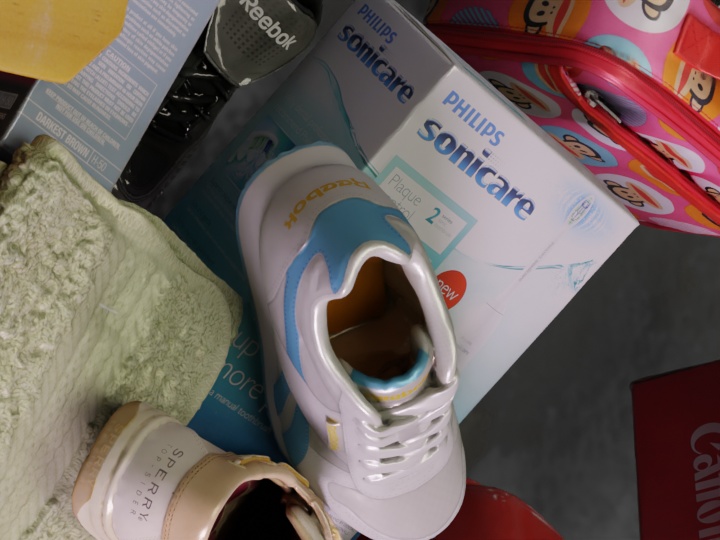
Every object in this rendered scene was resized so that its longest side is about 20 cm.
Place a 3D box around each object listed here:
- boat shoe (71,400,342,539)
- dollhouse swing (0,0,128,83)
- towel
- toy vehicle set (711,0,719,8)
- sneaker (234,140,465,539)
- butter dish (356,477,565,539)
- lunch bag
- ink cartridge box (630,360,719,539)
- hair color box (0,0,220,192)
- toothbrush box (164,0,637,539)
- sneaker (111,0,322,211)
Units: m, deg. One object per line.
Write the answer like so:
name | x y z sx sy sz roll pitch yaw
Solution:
boat shoe | -0.046 0.112 1.063 0.074 0.069 0.200 -62 153 -4
dollhouse swing | -0.194 -0.174 0.969 0.176 0.181 0.201 4 98 -63
towel | -0.134 0.061 1.019 0.148 0.036 0.200 38 79 -41
toy vehicle set | 0.182 -0.225 1.367 0.124 0.026 0.201 -34 122 -32
sneaker | 0.004 0.047 1.076 0.076 0.081 0.201 -29 130 -12
butter dish | 0.039 0.166 1.257 0.200 0.199 0.148 49 36 -41
lunch bag | 0.139 -0.085 1.261 0.200 0.176 0.082 34 74 -41
ink cartridge box | 0.193 0.140 1.350 0.200 0.084 0.176 -86 154 -54
hair color box | -0.105 -0.128 1.078 0.061 0.099 0.201 39 74 -39
toothbrush box | 0.000 0.000 1.163 0.200 0.085 0.146 -48 132 5
sneaker | -0.066 -0.101 1.127 0.066 0.090 0.201 35 77 -41
